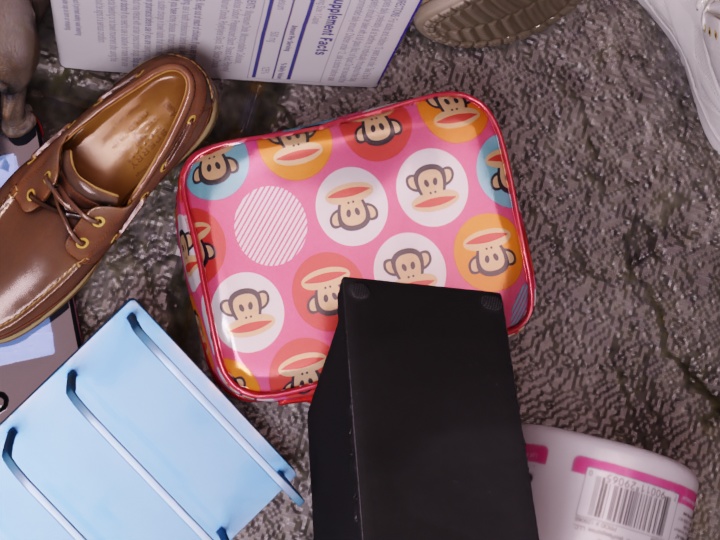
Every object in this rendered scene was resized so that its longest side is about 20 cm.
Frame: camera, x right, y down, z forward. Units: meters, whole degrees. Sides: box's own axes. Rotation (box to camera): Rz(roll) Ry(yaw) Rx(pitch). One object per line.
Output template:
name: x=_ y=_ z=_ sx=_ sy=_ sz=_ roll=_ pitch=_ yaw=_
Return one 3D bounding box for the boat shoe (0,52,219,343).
boat shoe: x=-0.158 y=-0.044 z=0.982 sx=0.072 sy=0.068 sz=0.200 roll=42 pitch=87 yaw=-1

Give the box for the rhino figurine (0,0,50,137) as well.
rhino figurine: x=-0.203 y=-0.185 z=1.012 sx=0.059 sy=0.088 sz=0.202 roll=2 pitch=67 yaw=-4

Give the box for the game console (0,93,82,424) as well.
game console: x=-0.256 y=0.006 z=1.018 sx=0.175 sy=0.031 sz=0.202 roll=-11 pitch=83 yaw=-9

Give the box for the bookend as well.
bookend: x=0.017 y=0.147 z=0.947 sx=0.091 sy=0.201 sz=0.200 roll=6 pitch=47 yaw=-12

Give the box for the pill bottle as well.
pill bottle: x=0.114 y=0.197 z=0.996 sx=0.112 sy=0.113 sz=0.202 roll=17 pitch=81 yaw=-5

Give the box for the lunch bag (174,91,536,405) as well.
lunch bag: x=0.000 y=0.000 z=1.024 sx=0.198 sy=0.082 sz=0.178 roll=-12 pitch=85 yaw=-9

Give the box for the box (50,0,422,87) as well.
box: x=-0.071 y=-0.181 z=0.989 sx=0.198 sy=0.184 sz=0.106 roll=3 pitch=80 yaw=-7

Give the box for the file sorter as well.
file sorter: x=-0.146 y=0.137 z=0.949 sx=0.200 sy=0.123 sz=0.139 roll=-44 pitch=98 yaw=-5

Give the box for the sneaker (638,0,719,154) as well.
sneaker: x=0.216 y=-0.169 z=1.058 sx=0.073 sy=0.116 sz=0.201 roll=-25 pitch=85 yaw=-8

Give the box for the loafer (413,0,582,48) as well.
loafer: x=0.117 y=-0.201 z=1.054 sx=0.199 sy=0.076 sz=0.069 roll=-27 pitch=63 yaw=16
